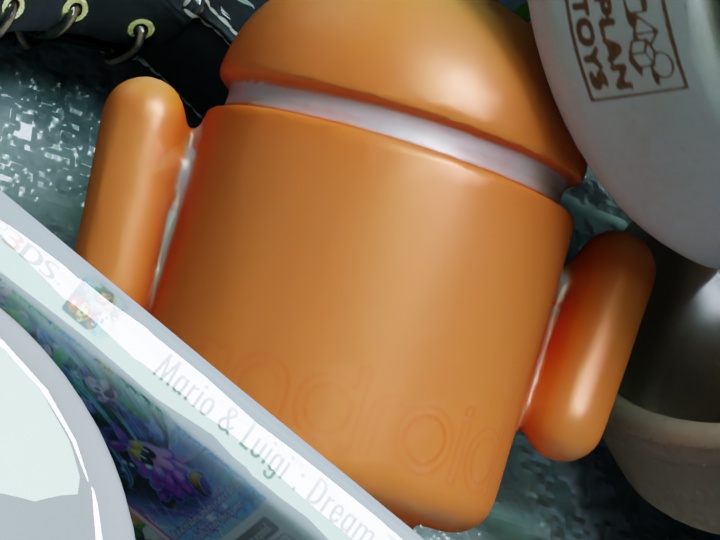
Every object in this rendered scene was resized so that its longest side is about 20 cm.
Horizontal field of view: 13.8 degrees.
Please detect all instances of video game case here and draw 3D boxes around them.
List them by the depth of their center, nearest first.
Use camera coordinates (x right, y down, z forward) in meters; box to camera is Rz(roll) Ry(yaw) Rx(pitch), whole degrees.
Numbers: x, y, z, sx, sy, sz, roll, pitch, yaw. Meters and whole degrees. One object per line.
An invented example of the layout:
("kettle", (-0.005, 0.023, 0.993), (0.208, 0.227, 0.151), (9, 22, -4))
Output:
("video game case", (-0.075, 0.064, 0.752), (0.182, 0.200, 0.024), (40, 58, -6))

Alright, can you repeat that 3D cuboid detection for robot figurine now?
("robot figurine", (0.002, 0.001, 0.870), (0.117, 0.143, 0.201), (25, 80, -61))

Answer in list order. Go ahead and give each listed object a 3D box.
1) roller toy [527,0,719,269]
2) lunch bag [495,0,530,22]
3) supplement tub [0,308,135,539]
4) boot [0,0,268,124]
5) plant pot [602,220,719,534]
("roller toy", (0.137, -0.094, 0.852), (0.200, 0.139, 0.183), (35, 61, -41))
("lunch bag", (0.040, -0.147, 0.965), (0.200, 0.160, 0.083), (40, 37, -37))
("supplement tub", (-0.153, 0.094, 0.682), (0.144, 0.200, 0.146), (16, 55, -24))
("boot", (-0.108, -0.074, 0.908), (0.204, 0.073, 0.154), (49, 56, -8))
("plant pot", (0.191, 0.053, 0.949), (0.175, 0.200, 0.200), (58, 44, -24))
